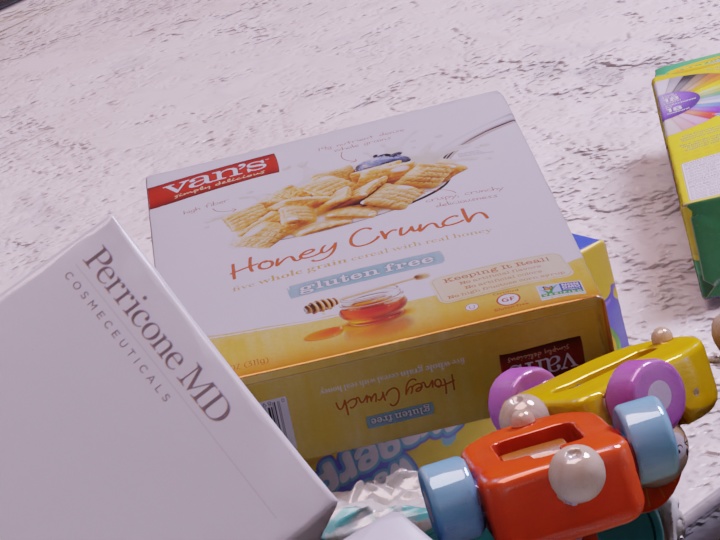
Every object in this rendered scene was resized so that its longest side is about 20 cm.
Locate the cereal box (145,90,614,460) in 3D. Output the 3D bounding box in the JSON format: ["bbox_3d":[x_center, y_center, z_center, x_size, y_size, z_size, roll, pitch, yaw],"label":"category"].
[{"bbox_3d":[0.000,0.000,0.925,0.143,0.040,0.200,-14,24,-2],"label":"cereal box"}]

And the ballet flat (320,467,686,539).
[{"bbox_3d":[0.004,0.098,0.847,0.199,0.072,0.072,-9,20,-3],"label":"ballet flat"}]

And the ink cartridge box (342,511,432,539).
[{"bbox_3d":[0.000,0.161,0.601,0.200,0.041,0.199,-30,50,-32],"label":"ink cartridge box"}]

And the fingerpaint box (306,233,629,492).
[{"bbox_3d":[-0.026,0.044,0.989,0.200,0.074,0.167,-26,23,-27],"label":"fingerpaint box"}]

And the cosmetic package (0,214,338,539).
[{"bbox_3d":[-0.116,0.091,0.763,0.200,0.113,0.081,-40,-8,-11],"label":"cosmetic package"}]

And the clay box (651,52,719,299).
[{"bbox_3d":[0.188,-0.055,1.130,0.114,0.048,0.200,-13,19,7],"label":"clay box"}]

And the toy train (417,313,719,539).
[{"bbox_3d":[0.110,0.047,0.759,0.199,0.056,0.150,-17,7,-9],"label":"toy train"}]
